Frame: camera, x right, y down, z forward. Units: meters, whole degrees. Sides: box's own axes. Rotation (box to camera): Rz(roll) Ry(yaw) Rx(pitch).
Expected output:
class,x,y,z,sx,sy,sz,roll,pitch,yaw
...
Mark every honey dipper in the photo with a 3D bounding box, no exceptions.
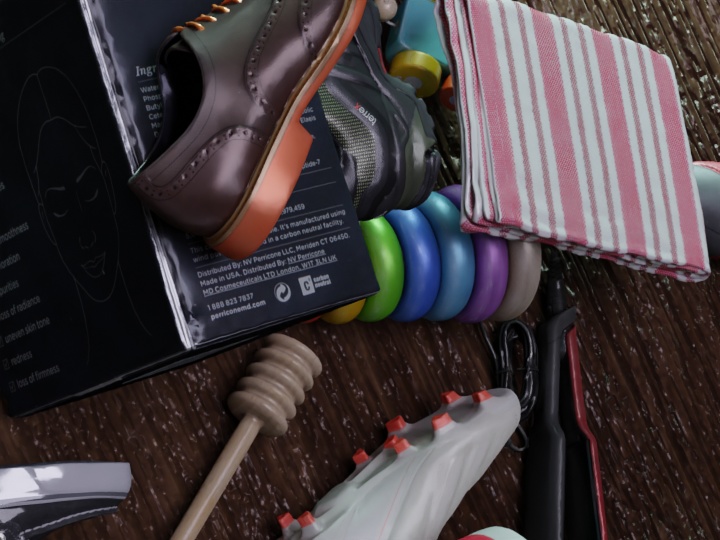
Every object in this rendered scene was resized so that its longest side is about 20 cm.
class,x,y,z,sx,sy,sz,roll,pitch,yaw
honey dipper,-0.081,0.123,1.327,0.038,0.038,0.200,39,62,-18

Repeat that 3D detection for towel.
class,x,y,z,sx,sy,sz,roll,pitch,yaw
towel,0.123,-0.075,1.425,0.200,0.030,0.147,12,64,-42

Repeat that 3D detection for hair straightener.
class,x,y,z,sx,sy,sz,roll,pitch,yaw
hair straightener,0.104,0.081,1.449,0.077,0.041,0.201,7,75,-31

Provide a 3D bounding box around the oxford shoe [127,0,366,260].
class,x,y,z,sx,sy,sz,roll,pitch,yaw
oxford shoe,-0.049,-0.108,1.146,0.072,0.071,0.201,27,64,-21

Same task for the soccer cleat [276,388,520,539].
class,x,y,z,sx,sy,sz,roll,pitch,yaw
soccer cleat,0.019,0.138,1.372,0.200,0.069,0.078,-37,103,-26

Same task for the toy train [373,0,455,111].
class,x,y,z,sx,sy,sz,roll,pitch,yaw
toy train,0.008,-0.091,1.411,0.199,0.056,0.151,-14,74,-36

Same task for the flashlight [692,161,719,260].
class,x,y,z,sx,sy,sz,roll,pitch,yaw
flashlight,0.170,-0.041,1.507,0.199,0.068,0.068,4,79,-32

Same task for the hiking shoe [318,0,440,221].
class,x,y,z,sx,sy,sz,roll,pitch,yaw
hiking shoe,-0.038,-0.113,1.312,0.101,0.076,0.200,-24,81,-41

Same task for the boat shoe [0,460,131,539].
class,x,y,z,sx,sy,sz,roll,pitch,yaw
boat shoe,-0.206,0.135,1.230,0.199,0.070,0.067,-6,89,-32

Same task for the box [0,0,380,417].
class,x,y,z,sx,sy,sz,roll,pitch,yaw
box,-0.115,-0.048,1.250,0.124,0.200,0.197,-17,88,-35

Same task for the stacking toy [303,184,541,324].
class,x,y,z,sx,sy,sz,roll,pitch,yaw
stacking toy,0.000,0.000,1.387,0.199,0.085,0.086,-10,83,-29

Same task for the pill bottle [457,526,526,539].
class,x,y,z,sx,sy,sz,roll,pitch,yaw
pill bottle,0.010,0.218,1.278,0.199,0.111,0.111,-21,90,-25
